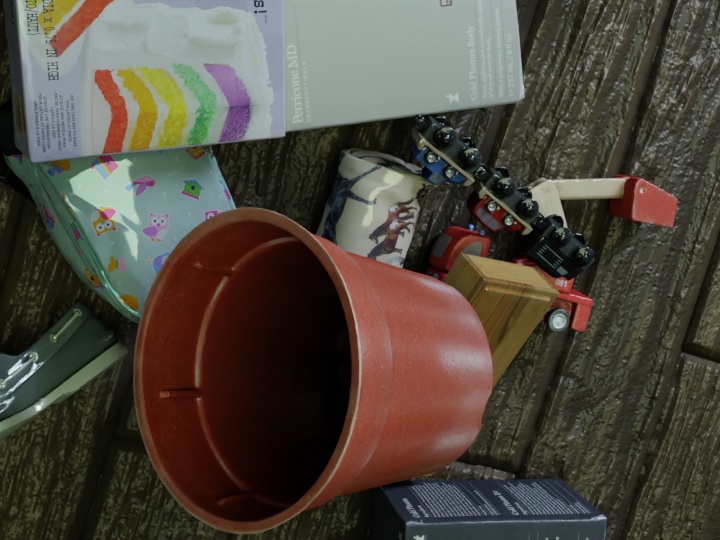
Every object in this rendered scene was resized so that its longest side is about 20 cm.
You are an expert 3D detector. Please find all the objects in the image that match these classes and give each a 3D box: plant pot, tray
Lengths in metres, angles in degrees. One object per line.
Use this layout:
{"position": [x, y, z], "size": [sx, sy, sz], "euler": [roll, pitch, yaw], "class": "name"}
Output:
{"position": [-0.019, 0.070, 0.869], "size": [0.194, 0.199, 0.204], "euler": [8, 100, -52], "class": "plant pot"}
{"position": [0.070, 0.082, 1.019], "size": [0.098, 0.037, 0.202], "euler": [9, 120, -45], "class": "tray"}

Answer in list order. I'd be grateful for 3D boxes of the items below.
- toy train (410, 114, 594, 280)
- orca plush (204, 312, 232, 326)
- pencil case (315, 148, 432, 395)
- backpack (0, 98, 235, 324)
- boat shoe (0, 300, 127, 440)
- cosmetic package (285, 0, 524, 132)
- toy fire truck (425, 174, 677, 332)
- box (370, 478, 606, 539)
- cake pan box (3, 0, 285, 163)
{"position": [0.109, -0.055, 1.003], "size": [0.199, 0.034, 0.046], "euler": [38, 107, -24], "class": "toy train"}
{"position": [-0.132, 0.090, 0.978], "size": [0.070, 0.201, 0.106], "euler": [13, 53, -1], "class": "orca plush"}
{"position": [0.000, 0.000, 1.020], "size": [0.088, 0.078, 0.203], "euler": [13, 97, -33], "class": "pencil case"}
{"position": [-0.172, -0.055, 0.939], "size": [0.165, 0.126, 0.202], "euler": [-28, 109, -12], "class": "backpack"}
{"position": [-0.267, 0.089, 0.943], "size": [0.199, 0.073, 0.062], "euler": [-34, 90, -38], "class": "boat shoe"}
{"position": [0.019, -0.175, 0.989], "size": [0.197, 0.090, 0.109], "euler": [-12, 106, -16], "class": "cosmetic package"}
{"position": [0.159, -0.024, 1.072], "size": [0.197, 0.049, 0.143], "euler": [13, 96, -16], "class": "toy fire truck"}
{"position": [0.101, 0.291, 1.085], "size": [0.179, 0.104, 0.204], "euler": [2, 99, -16], "class": "box"}
{"position": [-0.140, -0.181, 0.828], "size": [0.181, 0.052, 0.203], "euler": [-8, 111, -25], "class": "cake pan box"}
